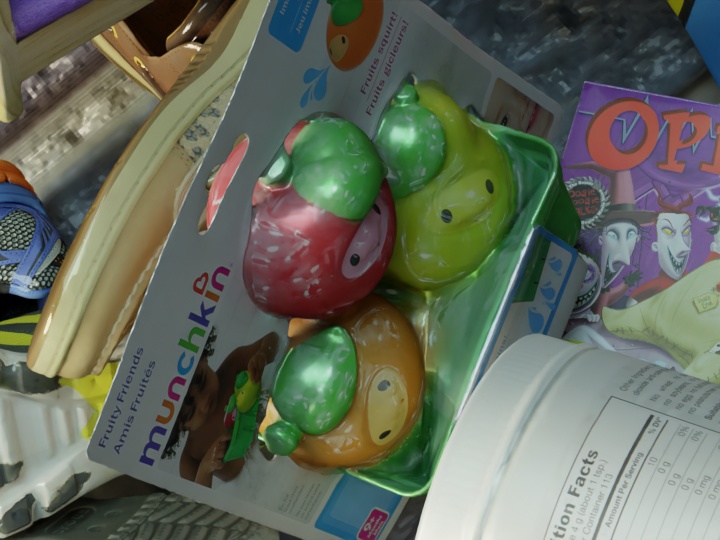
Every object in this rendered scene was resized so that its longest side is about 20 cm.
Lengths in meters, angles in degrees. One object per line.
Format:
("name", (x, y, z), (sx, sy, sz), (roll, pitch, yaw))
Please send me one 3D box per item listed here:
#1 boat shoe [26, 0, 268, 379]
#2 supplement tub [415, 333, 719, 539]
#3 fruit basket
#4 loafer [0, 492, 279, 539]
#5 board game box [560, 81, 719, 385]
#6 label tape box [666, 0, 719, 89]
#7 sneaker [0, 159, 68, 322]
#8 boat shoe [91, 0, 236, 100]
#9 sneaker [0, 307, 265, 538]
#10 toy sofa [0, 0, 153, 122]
("boat shoe", (-0.049, -0.034, 0.946), (0.063, 0.073, 0.200), (34, 59, -3))
("supplement tub", (0.129, 0.110, 0.882), (0.199, 0.132, 0.133), (17, 73, 22))
("fruit basket", (0.000, 0.000, 0.906), (0.093, 0.200, 0.186), (20, 84, 26))
("loafer", (-0.118, 0.120, 0.974), (0.199, 0.075, 0.070), (2, 109, 32))
("board game box", (0.161, 0.006, 0.974), (0.199, 0.032, 0.121), (11, 69, 19))
("label tape box", (0.130, -0.183, 0.994), (0.063, 0.144, 0.201), (-21, 65, -20))
("sneaker", (-0.188, 0.044, 1.024), (0.200, 0.075, 0.078), (-47, 55, -5))
("boat shoe", (-0.050, -0.083, 1.048), (0.200, 0.068, 0.072), (40, 82, 26))
("sneaker", (-0.124, 0.053, 0.974), (0.199, 0.085, 0.075), (-7, 98, -25))
("toy sofa", (-0.087, -0.153, 0.996), (0.200, 0.098, 0.083), (-35, 56, -28))
